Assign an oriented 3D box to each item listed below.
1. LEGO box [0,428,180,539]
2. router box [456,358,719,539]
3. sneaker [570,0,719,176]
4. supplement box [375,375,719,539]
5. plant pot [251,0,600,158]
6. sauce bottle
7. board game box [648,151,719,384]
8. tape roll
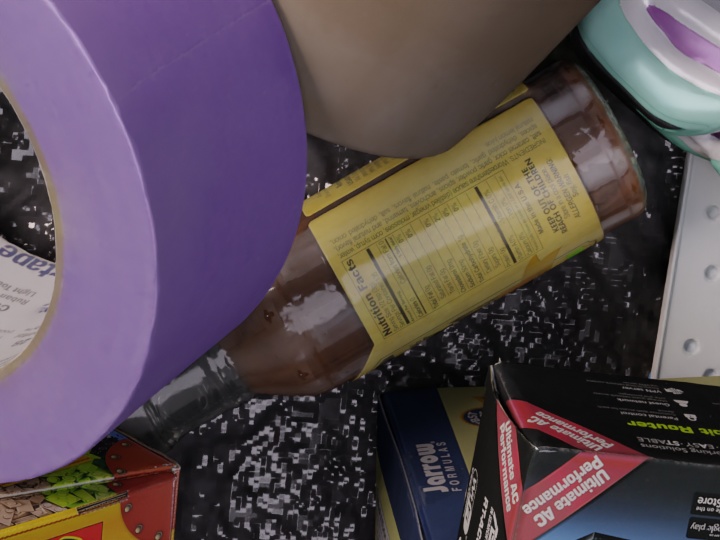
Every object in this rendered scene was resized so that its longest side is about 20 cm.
[{"bbox_3d":[-0.144,0.157,0.736,0.149,0.077,0.201,-13,117,-44],"label":"LEGO box"},{"bbox_3d":[0.121,0.116,0.657,0.199,0.062,0.151,6,109,-10],"label":"router box"},{"bbox_3d":[0.183,-0.061,0.756,0.140,0.078,0.200,-45,105,4],"label":"sneaker"},{"bbox_3d":[0.108,0.154,0.776,0.199,0.134,0.201,-2,111,-7],"label":"supplement box"},{"bbox_3d":[0.018,-0.139,0.700,0.199,0.200,0.174,24,115,-12],"label":"plant pot"},{"bbox_3d":[0.000,0.000,0.779,0.199,0.065,0.065,-29,105,1],"label":"sauce bottle"},{"bbox_3d":[0.212,-0.033,0.820,0.199,0.026,0.201,6,101,-9],"label":"board game box"},{"bbox_3d":[-0.121,-0.042,0.685,0.199,0.085,0.201,15,122,26],"label":"tape roll"}]
